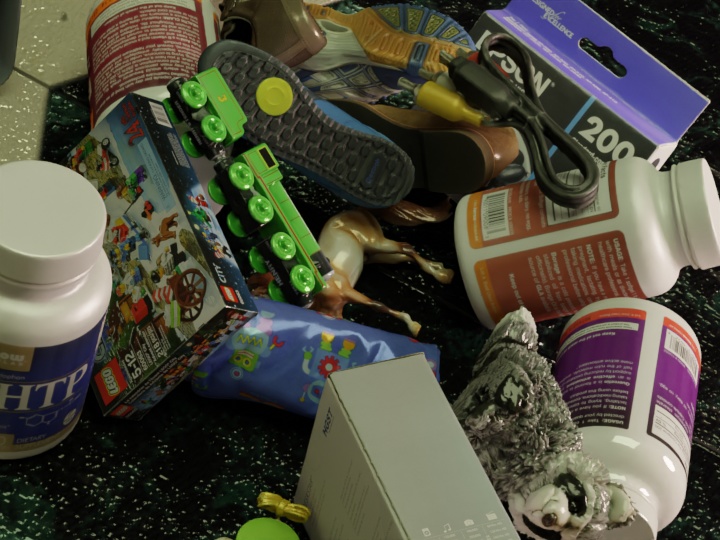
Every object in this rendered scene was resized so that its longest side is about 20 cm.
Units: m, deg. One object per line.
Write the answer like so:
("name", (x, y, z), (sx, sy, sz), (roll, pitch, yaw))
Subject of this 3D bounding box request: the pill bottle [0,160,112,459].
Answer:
("pill bottle", (-0.235, 0.026, 1.356), (0.119, 0.200, 0.120), (10, 46, -10))

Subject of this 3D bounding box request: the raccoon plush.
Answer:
("raccoon plush", (0.141, 0.112, 1.397), (0.134, 0.097, 0.200), (41, 42, -6))

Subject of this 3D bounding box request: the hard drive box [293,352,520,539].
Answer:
("hard drive box", (0.034, 0.184, 1.332), (0.077, 0.156, 0.200), (-12, 54, -22))

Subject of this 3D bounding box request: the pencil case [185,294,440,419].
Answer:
("pencil case", (-0.037, 0.074, 1.471), (0.199, 0.078, 0.087), (16, 84, -6))

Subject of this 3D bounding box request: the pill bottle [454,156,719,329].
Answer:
("pill bottle", (0.183, -0.026, 1.558), (0.199, 0.112, 0.112), (-12, 43, 17))

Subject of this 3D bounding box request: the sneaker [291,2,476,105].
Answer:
("sneaker", (0.007, -0.175, 1.684), (0.199, 0.088, 0.075), (9, 45, 20))

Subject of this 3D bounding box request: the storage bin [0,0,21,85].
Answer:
("storage bin", (-0.389, -0.239, 1.606), (0.199, 0.146, 0.134), (-3, 39, -23))

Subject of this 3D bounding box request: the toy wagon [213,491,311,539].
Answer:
("toy wagon", (-0.078, 0.237, 1.328), (0.155, 0.040, 0.200), (21, 44, 0))

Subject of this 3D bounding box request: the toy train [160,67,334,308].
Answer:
("toy train", (-0.083, -0.063, 1.495), (0.056, 0.042, 0.200), (-31, 91, -46))

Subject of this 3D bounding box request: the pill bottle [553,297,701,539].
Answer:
("pill bottle", (0.193, 0.122, 1.482), (0.112, 0.113, 0.200), (19, 45, -2))

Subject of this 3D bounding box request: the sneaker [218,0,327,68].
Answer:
("sneaker", (-0.091, -0.225, 1.638), (0.075, 0.071, 0.200), (-32, 34, 3))

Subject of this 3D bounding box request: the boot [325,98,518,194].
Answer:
("boot", (0.040, -0.107, 1.646), (0.199, 0.074, 0.075), (14, 26, 34))

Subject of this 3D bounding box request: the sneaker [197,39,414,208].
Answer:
("sneaker", (-0.050, -0.112, 1.573), (0.200, 0.078, 0.066), (33, 85, -16))

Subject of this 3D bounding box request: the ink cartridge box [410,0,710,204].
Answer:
("ink cartridge box", (0.155, -0.123, 1.655), (0.198, 0.200, 0.043), (40, 9, 19))

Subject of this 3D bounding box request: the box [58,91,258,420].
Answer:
("box", (-0.166, -0.011, 1.449), (0.038, 0.137, 0.200), (15, 41, -51))

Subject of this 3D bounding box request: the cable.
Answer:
("cable", (0.126, -0.119, 1.560), (0.097, 0.050, 0.200), (-32, 61, -27))

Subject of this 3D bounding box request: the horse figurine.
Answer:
("horse figurine", (0.000, 0.000, 1.572), (0.132, 0.050, 0.200), (29, 48, 5))

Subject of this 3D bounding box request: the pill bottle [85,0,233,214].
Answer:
("pill bottle", (-0.162, -0.133, 1.594), (0.114, 0.114, 0.200), (5, 46, -16))
